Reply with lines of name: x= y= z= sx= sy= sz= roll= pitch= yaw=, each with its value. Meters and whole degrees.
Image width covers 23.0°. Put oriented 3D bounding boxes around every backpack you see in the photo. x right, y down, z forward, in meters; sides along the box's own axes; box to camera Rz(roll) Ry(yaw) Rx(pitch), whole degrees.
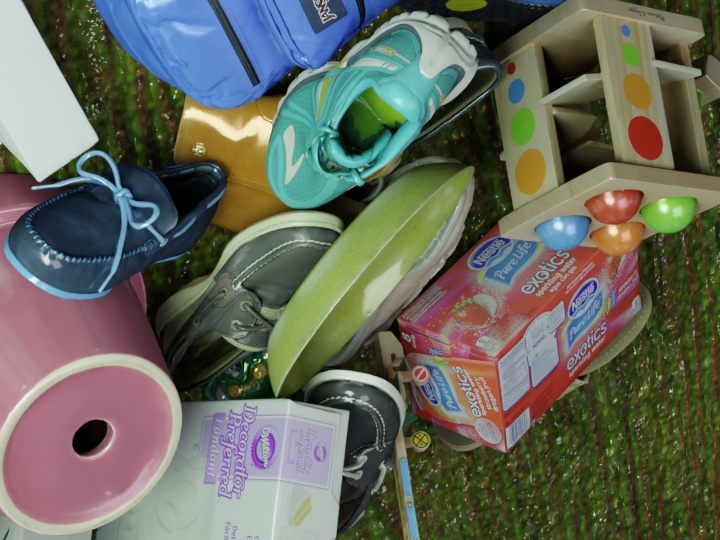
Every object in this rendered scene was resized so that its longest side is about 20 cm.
backpack: x=-0.063 y=-0.200 z=1.065 sx=0.200 sy=0.168 sz=0.163 roll=-36 pitch=126 yaw=-10

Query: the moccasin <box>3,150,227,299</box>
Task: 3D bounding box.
moccasin: x=-0.148 y=-0.040 z=1.087 sx=0.068 sy=0.080 sz=0.200 roll=-47 pitch=176 yaw=23

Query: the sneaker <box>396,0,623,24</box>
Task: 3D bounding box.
sneaker: x=0.102 y=-0.220 z=1.258 sx=0.199 sy=0.066 sz=0.079 roll=-1 pitch=83 yaw=-26

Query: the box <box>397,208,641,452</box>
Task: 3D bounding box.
box: x=0.127 y=0.033 z=1.368 sx=0.200 sy=0.095 sz=0.100 roll=-42 pitch=138 yaw=-34

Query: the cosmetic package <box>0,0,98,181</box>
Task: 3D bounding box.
cosmetic package: x=-0.227 y=-0.152 z=1.031 sx=0.051 sy=0.082 sz=0.201 roll=-37 pitch=134 yaw=-14

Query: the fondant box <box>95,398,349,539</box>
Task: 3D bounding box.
fondant box: x=-0.099 y=0.163 z=1.197 sx=0.058 sy=0.199 sz=0.145 roll=17 pitch=74 yaw=-41

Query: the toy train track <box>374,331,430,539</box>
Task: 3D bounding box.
toy train track: x=0.041 y=0.142 z=1.295 sx=0.032 sy=0.201 sz=0.115 roll=-4 pitch=160 yaw=-10

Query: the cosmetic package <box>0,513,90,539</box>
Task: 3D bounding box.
cosmetic package: x=-0.216 y=0.191 z=1.175 sx=0.050 sy=0.200 sz=0.083 roll=26 pitch=106 yaw=-14

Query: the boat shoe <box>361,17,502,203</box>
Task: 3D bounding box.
boat shoe: x=0.010 y=-0.101 z=1.247 sx=0.199 sy=0.062 sz=0.075 roll=-31 pitch=138 yaw=-7

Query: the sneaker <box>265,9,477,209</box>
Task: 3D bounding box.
sneaker: x=-0.009 y=-0.087 z=1.070 sx=0.077 sy=0.200 sz=0.080 roll=38 pitch=55 yaw=-9

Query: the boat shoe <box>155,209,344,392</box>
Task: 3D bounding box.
boat shoe: x=-0.074 y=0.025 z=1.200 sx=0.071 sy=0.066 sz=0.201 roll=14 pitch=148 yaw=-34

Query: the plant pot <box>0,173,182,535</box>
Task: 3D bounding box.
plant pot: x=-0.208 y=0.064 z=1.117 sx=0.199 sy=0.179 sz=0.201 roll=-18 pitch=127 yaw=-26

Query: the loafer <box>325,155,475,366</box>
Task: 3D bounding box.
loafer: x=0.026 y=-0.011 z=1.310 sx=0.063 sy=0.072 sz=0.200 roll=-10 pitch=145 yaw=-51

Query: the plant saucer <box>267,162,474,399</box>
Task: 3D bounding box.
plant saucer: x=0.000 y=0.000 z=1.164 sx=0.200 sy=0.031 sz=0.200 roll=-49 pitch=173 yaw=-8

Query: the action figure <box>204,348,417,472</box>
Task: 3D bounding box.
action figure: x=-0.053 y=0.108 z=1.348 sx=0.118 sy=0.055 sz=0.200 roll=-40 pitch=130 yaw=10

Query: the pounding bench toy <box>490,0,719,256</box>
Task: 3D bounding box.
pounding bench toy: x=0.206 y=-0.093 z=1.306 sx=0.199 sy=0.157 sz=0.124 roll=4 pitch=159 yaw=-36

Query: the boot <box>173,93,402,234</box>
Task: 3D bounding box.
boot: x=-0.045 y=-0.099 z=1.167 sx=0.143 sy=0.071 sz=0.202 roll=17 pitch=123 yaw=-9

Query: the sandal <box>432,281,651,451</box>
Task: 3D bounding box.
sandal: x=0.150 y=0.078 z=1.490 sx=0.211 sy=0.078 sz=0.070 roll=-37 pitch=165 yaw=-2

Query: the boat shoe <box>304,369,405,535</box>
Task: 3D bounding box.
boat shoe: x=-0.016 y=0.132 z=1.254 sx=0.073 sy=0.061 sz=0.200 roll=16 pitch=151 yaw=-3
